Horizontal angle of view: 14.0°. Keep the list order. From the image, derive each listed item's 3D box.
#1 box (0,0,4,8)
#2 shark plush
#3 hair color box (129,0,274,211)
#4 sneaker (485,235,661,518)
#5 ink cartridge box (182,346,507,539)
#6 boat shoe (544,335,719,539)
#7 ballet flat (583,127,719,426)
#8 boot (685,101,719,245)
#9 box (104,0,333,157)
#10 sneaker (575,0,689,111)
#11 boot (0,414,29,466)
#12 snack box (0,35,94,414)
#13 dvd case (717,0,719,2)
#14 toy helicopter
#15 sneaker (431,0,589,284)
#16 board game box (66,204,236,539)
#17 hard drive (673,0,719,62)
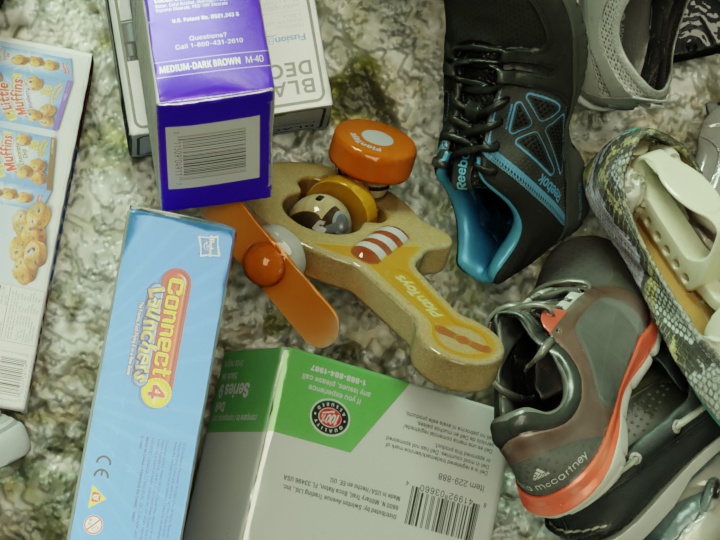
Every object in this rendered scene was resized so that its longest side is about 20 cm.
[{"bbox_3d":[-0.305,-0.130,1.582,0.192,0.048,0.201,21,80,4],"label":"box"},{"bbox_3d":[0.164,0.121,1.585,0.083,0.091,0.201,24,84,30],"label":"shark plush"},{"bbox_3d":[-0.086,-0.145,1.490,0.064,0.109,0.201,-8,63,-7],"label":"hair color box"},{"bbox_3d":[0.105,0.035,1.536,0.077,0.200,0.082,-25,122,25],"label":"sneaker"},{"bbox_3d":[-0.017,0.154,1.530,0.145,0.084,0.201,18,79,-26],"label":"ink cartridge box"},{"bbox_3d":[0.167,0.066,1.571,0.200,0.075,0.060,-52,129,-23],"label":"boat shoe"},{"bbox_3d":[0.184,0.008,1.533,0.072,0.072,0.201,-29,73,-8],"label":"ballet flat"},{"bbox_3d":[0.237,-0.087,1.619,0.095,0.074,0.201,16,62,20],"label":"boot"},{"bbox_3d":[-0.086,-0.171,1.609,0.116,0.060,0.201,-8,82,-6],"label":"box"},{"bbox_3d":[0.154,-0.180,1.556,0.074,0.082,0.201,-7,106,-34],"label":"sneaker"},{"bbox_3d":[-0.280,0.082,1.535,0.199,0.074,0.096,-16,95,-6],"label":"boot"},{"bbox_3d":[-0.198,-0.027,1.595,0.072,0.024,0.201,10,81,-1],"label":"snack box"},{"bbox_3d":[0.223,-0.259,1.631,0.146,0.022,0.200,41,81,2],"label":"dvd case"},{"bbox_3d":[0.000,0.000,1.515,0.132,0.200,0.079,-4,124,-37],"label":"toy helicopter"},{"bbox_3d":[0.076,-0.085,1.547,0.073,0.201,0.082,11,38,35],"label":"sneaker"},{"bbox_3d":[-0.111,0.084,1.499,0.056,0.196,0.201,10,81,-3],"label":"board game box"},{"bbox_3d":[0.138,-0.211,1.645,0.139,0.038,0.201,-12,83,-7],"label":"hard drive"}]
